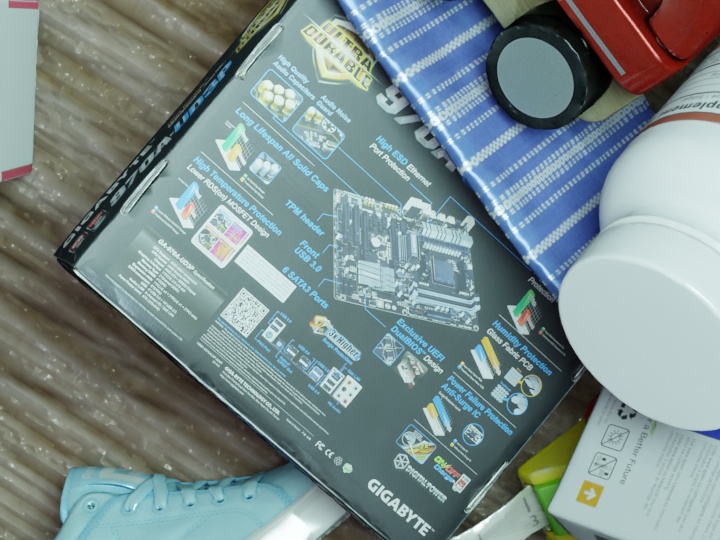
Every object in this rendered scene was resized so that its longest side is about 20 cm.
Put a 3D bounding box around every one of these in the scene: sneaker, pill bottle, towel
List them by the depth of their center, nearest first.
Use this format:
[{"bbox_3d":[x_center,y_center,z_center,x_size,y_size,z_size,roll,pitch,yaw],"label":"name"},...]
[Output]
[{"bbox_3d":[0.165,-0.033,0.968,0.112,0.112,0.200,42,58,1],"label":"pill bottle"},{"bbox_3d":[0.068,-0.080,1.020,0.024,0.145,0.200,-36,90,37],"label":"towel"},{"bbox_3d":[-0.090,0.113,1.078,0.200,0.074,0.082,-29,92,1],"label":"sneaker"}]

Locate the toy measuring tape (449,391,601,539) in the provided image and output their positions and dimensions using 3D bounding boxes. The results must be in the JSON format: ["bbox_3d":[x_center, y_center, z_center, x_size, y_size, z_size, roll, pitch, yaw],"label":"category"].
[{"bbox_3d":[0.097,0.101,1.042,0.200,0.074,0.074,-35,90,-22],"label":"toy measuring tape"}]

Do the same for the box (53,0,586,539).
[{"bbox_3d":[0.000,0.000,1.020,0.200,0.046,0.159,41,83,-16],"label":"box"}]

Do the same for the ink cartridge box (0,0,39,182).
[{"bbox_3d":[-0.246,-0.082,1.042,0.200,0.147,0.083,4,96,3],"label":"ink cartridge box"}]

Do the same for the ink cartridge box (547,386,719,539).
[{"bbox_3d":[0.179,0.086,0.962,0.200,0.037,0.095,16,73,34],"label":"ink cartridge box"}]

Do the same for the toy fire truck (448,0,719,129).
[{"bbox_3d":[0.113,-0.180,0.961,0.200,0.129,0.176,-34,94,43],"label":"toy fire truck"}]
